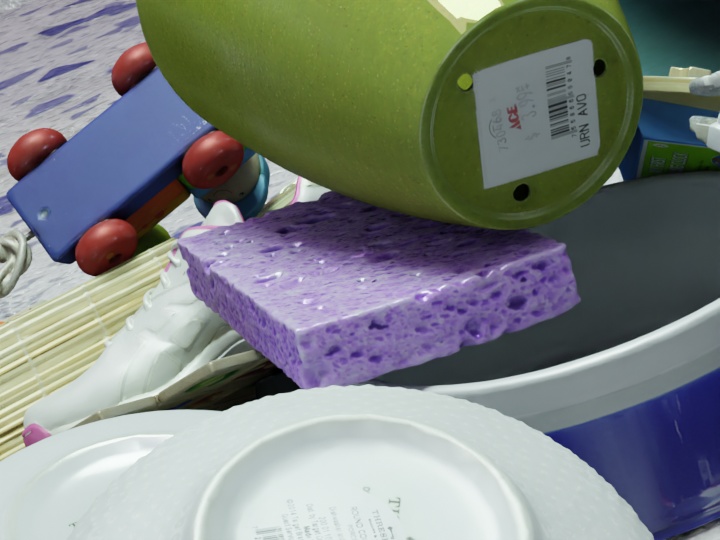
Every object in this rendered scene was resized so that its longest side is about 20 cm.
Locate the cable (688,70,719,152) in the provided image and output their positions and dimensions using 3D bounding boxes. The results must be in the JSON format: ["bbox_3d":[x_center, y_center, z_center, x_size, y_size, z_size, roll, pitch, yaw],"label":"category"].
[{"bbox_3d":[0.228,-0.007,0.683,0.200,0.069,0.200,-9,37,-23],"label":"cable"}]

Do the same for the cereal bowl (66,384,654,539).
[{"bbox_3d":[0.001,0.102,0.564,0.200,0.083,0.200,1,41,-1],"label":"cereal bowl"}]

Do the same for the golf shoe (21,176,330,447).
[{"bbox_3d":[-0.076,0.023,0.948,0.200,0.092,0.075,-26,-8,-5],"label":"golf shoe"}]

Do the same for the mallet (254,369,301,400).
[{"bbox_3d":[-0.084,0.099,0.803,0.200,0.066,0.041,-23,-3,-25],"label":"mallet"}]

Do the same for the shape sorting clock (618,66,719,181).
[{"bbox_3d":[0.182,-0.055,0.871,0.200,0.039,0.200,8,-7,1],"label":"shape sorting clock"}]

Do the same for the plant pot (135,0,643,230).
[{"bbox_3d":[0.026,-0.100,0.805,0.187,0.187,0.200,-24,32,-12],"label":"plant pot"}]

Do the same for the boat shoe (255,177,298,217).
[{"bbox_3d":[-0.023,-0.023,1.129,0.201,0.073,0.063,-34,21,-14],"label":"boat shoe"}]

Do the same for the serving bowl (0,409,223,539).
[{"bbox_3d":[-0.073,0.107,0.682,0.200,0.066,0.200,-5,31,3],"label":"serving bowl"}]

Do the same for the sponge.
[{"bbox_3d":[0.000,0.000,0.818,0.111,0.030,0.200,-18,15,-14],"label":"sponge"}]

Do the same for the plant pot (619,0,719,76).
[{"bbox_3d":[0.227,-0.188,1.167,0.196,0.200,0.200,-22,16,-31],"label":"plant pot"}]

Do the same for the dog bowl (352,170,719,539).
[{"bbox_3d":[0.094,0.035,0.805,0.200,0.079,0.200,-19,18,6],"label":"dog bowl"}]

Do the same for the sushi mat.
[{"bbox_3d":[-0.148,0.065,0.970,0.200,0.096,0.012,-28,-3,-25],"label":"sushi mat"}]

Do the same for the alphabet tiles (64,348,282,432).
[{"bbox_3d":[-0.077,0.064,0.875,0.166,0.006,0.200,-32,-11,35],"label":"alphabet tiles"}]

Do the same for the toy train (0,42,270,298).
[{"bbox_3d":[-0.139,-0.020,1.052,0.200,0.085,0.116,-40,-24,0],"label":"toy train"}]

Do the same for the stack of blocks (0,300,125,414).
[{"bbox_3d":[-0.213,0.089,1.017,0.200,0.059,0.115,-29,19,-27],"label":"stack of blocks"}]
